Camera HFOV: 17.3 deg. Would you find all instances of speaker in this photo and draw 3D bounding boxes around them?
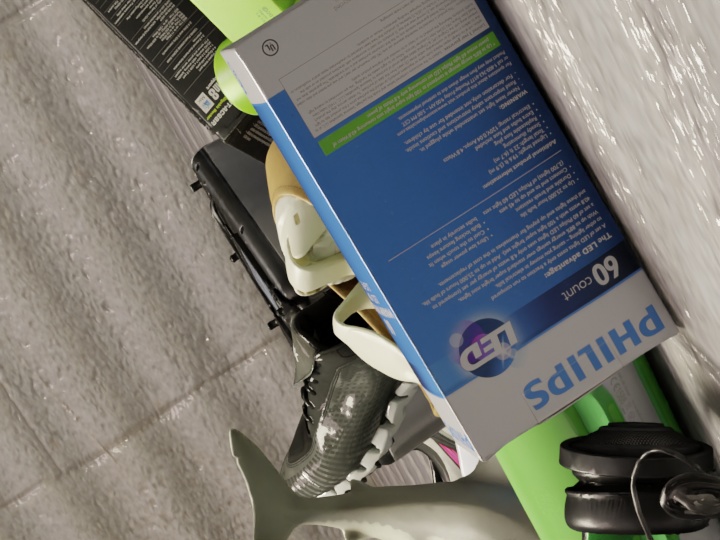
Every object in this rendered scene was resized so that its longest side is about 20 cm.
[{"bbox_3d":[0.105,0.080,1.115,0.201,0.088,0.088,62,174,-31],"label":"speaker"}]

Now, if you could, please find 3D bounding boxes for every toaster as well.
[{"bbox_3d":[-0.003,0.007,1.501,0.200,0.118,0.181,53,173,47],"label":"toaster"}]

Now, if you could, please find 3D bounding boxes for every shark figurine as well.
[{"bbox_3d":[0.043,0.120,1.274,0.128,0.213,0.090,-21,-60,-70],"label":"shark figurine"}]

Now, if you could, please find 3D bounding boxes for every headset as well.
[{"bbox_3d":[0.131,0.119,0.991,0.200,0.093,0.124,94,175,-68],"label":"headset"}]

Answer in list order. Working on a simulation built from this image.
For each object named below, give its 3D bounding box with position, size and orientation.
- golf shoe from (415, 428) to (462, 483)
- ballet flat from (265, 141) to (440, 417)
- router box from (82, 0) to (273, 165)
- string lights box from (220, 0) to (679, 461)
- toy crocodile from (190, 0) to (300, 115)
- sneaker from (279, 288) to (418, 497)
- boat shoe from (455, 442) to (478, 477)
[{"bbox_3d":[0.092,0.167,1.691,0.201,0.092,0.073,58,173,-18],"label":"golf shoe"},{"bbox_3d":[0.000,0.000,1.185,0.200,0.063,0.069,41,150,34],"label":"ballet flat"},{"bbox_3d":[-0.077,-0.128,1.356,0.150,0.062,0.200,45,-174,16],"label":"router box"},{"bbox_3d":[0.037,-0.033,0.994,0.201,0.102,0.059,59,173,-8],"label":"string lights box"},{"bbox_3d":[0.000,-0.084,1.064,0.200,0.062,0.067,40,136,-19],"label":"toy crocodile"},{"bbox_3d":[-0.009,0.055,1.334,0.090,0.200,0.067,21,-141,-21],"label":"sneaker"},{"bbox_3d":[0.081,0.070,1.393,0.201,0.071,0.068,60,-150,-9],"label":"boat shoe"}]
